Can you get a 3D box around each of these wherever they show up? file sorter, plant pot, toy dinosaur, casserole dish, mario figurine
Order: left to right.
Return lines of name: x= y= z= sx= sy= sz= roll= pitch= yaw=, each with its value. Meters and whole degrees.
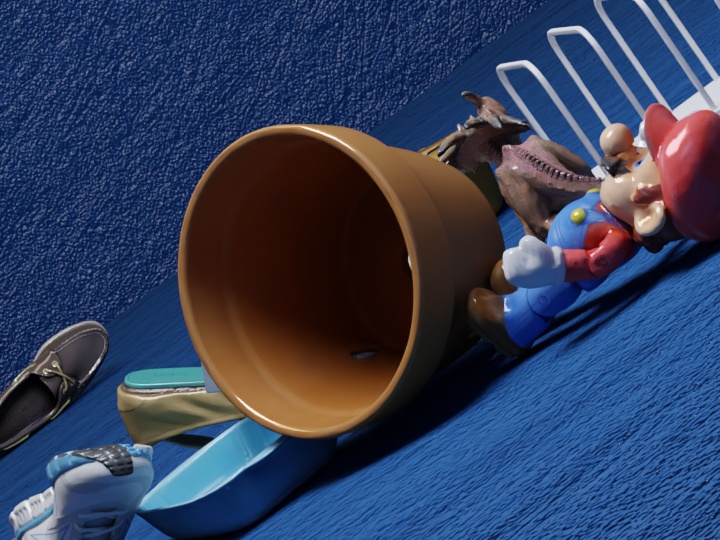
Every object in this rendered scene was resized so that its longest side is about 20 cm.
casserole dish: x=-0.080 y=0.138 z=1.809 sx=0.121 sy=0.039 sz=0.200 roll=-38 pitch=8 yaw=-24
plant pot: x=0.000 y=0.000 z=1.731 sx=0.200 sy=0.200 sz=0.140 roll=-30 pitch=-12 yaw=37
toy dinosaur: x=0.117 y=-0.064 z=1.819 sx=0.086 sy=0.136 sz=0.200 roll=-37 pitch=8 yaw=-15
mario figurine: x=0.142 y=-0.040 z=1.638 sx=0.200 sy=0.106 sz=0.124 roll=-40 pitch=38 yaw=30
file sorter: x=0.222 y=-0.157 z=1.997 sx=0.200 sy=0.125 sz=0.139 roll=-36 pitch=7 yaw=-6

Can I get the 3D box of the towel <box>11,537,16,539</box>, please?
towel: x=-0.286 y=0.245 z=2.157 sx=0.147 sy=0.022 sz=0.200 roll=-27 pitch=9 yaw=44

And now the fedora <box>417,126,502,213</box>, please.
fedora: x=0.058 y=-0.057 z=2.287 sx=0.200 sy=0.082 sz=0.201 roll=-31 pitch=4 yaw=2

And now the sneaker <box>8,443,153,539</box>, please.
sneaker: x=-0.185 y=0.180 z=1.830 sx=0.075 sy=0.087 sz=0.200 roll=-1 pitch=-23 yaw=-21

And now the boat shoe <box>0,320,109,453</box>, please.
boat shoe: x=-0.362 y=0.135 z=3.062 sx=0.200 sy=0.072 sz=0.060 roll=-41 pitch=14 yaw=-12

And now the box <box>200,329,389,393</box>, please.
box: x=-0.013 y=0.033 z=1.927 sx=0.156 sy=0.041 sz=0.200 roll=-4 pitch=16 yaw=16

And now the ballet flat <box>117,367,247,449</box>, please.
ballet flat: x=-0.075 y=0.095 z=1.933 sx=0.199 sy=0.063 sz=0.069 roll=-6 pitch=13 yaw=9
